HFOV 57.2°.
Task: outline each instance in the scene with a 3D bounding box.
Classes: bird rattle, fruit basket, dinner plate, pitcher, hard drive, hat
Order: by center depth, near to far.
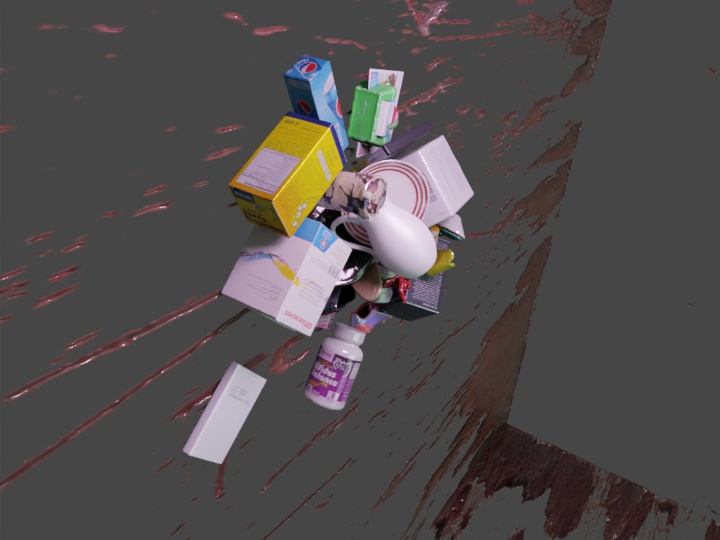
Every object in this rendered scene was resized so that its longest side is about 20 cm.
[{"bbox_3d":[-0.281,0.300,1.383,0.200,0.027,0.132,-63,153,-13],"label":"hard drive"},{"bbox_3d":[0.050,-0.067,1.391,0.200,0.171,0.121,47,29,-23],"label":"pitcher"},{"bbox_3d":[0.052,-0.145,1.416,0.200,0.024,0.200,-8,122,-13],"label":"dinner plate"},{"bbox_3d":[0.049,-0.346,1.456,0.200,0.094,0.186,-22,128,-59],"label":"fruit basket"},{"bbox_3d":[-0.055,-0.064,1.465,0.200,0.081,0.201,0,89,-21],"label":"hat"},{"bbox_3d":[0.125,-0.029,1.565,0.200,0.113,0.163,-27,144,-29],"label":"bird rattle"}]

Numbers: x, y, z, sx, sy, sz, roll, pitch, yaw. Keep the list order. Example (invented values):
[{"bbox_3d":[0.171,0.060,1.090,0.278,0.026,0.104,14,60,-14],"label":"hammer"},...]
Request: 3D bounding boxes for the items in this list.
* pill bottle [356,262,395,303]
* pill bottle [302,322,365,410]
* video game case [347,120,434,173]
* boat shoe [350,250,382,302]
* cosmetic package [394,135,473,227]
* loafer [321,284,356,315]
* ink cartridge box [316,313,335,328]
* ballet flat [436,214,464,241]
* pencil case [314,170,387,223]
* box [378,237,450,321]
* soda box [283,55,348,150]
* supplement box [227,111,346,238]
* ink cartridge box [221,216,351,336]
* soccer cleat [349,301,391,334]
[{"bbox_3d":[0.053,-0.027,1.662,0.116,0.116,0.200,-15,122,-58],"label":"pill bottle"},{"bbox_3d":[-0.060,0.236,1.648,0.112,0.112,0.200,19,91,-63],"label":"pill bottle"},{"bbox_3d":[0.053,-0.253,1.470,0.181,0.026,0.200,-32,-176,44],"label":"video game case"},{"bbox_3d":[0.000,0.000,1.513,0.072,0.200,0.065,-32,143,-2],"label":"boat shoe"},{"bbox_3d":[0.137,-0.192,1.545,0.168,0.166,0.200,61,30,-7],"label":"cosmetic package"},{"bbox_3d":[-0.039,0.051,1.532,0.201,0.070,0.068,-40,128,-57],"label":"loafer"},{"bbox_3d":[-0.113,0.079,1.527,0.200,0.037,0.095,20,91,-61],"label":"ink cartridge box"},{"bbox_3d":[0.206,-0.113,1.603,0.070,0.069,0.200,-68,-164,-1],"label":"ballet flat"},{"bbox_3d":[-0.050,-0.153,1.301,0.078,0.200,0.090,29,75,-59],"label":"pencil case"},{"bbox_3d":[0.140,0.017,1.737,0.107,0.148,0.200,19,71,-21],"label":"box"},{"bbox_3d":[-0.082,-0.306,1.273,0.068,0.064,0.200,-53,150,-28],"label":"soda box"},{"bbox_3d":[-0.131,-0.179,1.223,0.200,0.109,0.110,-56,150,-23],"label":"supplement box"},{"bbox_3d":[-0.143,0.002,1.292,0.200,0.144,0.147,-64,152,-8],"label":"ink cartridge box"},{"bbox_3d":[0.039,0.107,1.794,0.200,0.067,0.077,-35,134,-43],"label":"soccer cleat"}]
